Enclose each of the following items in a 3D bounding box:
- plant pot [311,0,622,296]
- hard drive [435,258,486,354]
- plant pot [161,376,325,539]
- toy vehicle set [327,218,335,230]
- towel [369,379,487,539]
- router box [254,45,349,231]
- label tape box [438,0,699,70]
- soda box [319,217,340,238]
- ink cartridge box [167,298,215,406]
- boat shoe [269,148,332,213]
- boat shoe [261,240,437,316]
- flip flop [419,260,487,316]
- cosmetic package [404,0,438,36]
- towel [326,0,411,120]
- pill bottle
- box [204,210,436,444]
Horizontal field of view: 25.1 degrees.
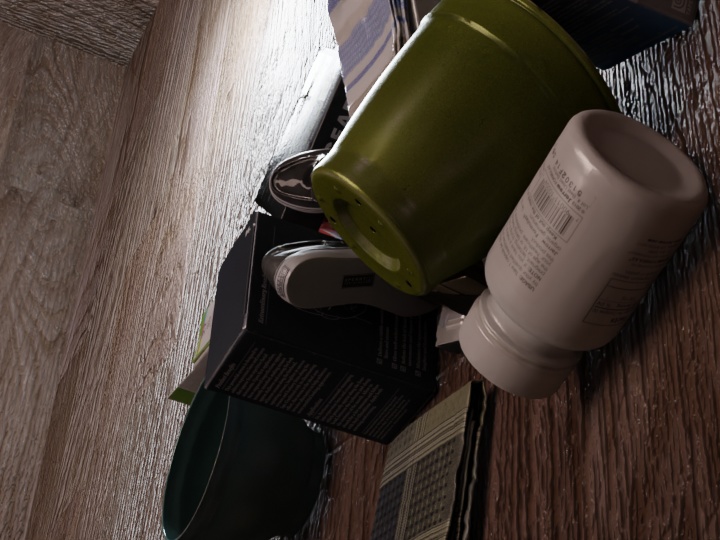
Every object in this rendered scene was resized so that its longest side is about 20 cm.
[{"bbox_3d":[0.070,-0.090,1.258,0.193,0.201,0.200,-42,11,-15],"label":"plant pot"},{"bbox_3d":[0.126,-0.029,1.423,0.140,0.038,0.201,160,126,-69],"label":"hard drive"},{"bbox_3d":[-0.120,0.216,1.761,0.201,0.133,0.201,-56,23,39],"label":"plant pot"},{"bbox_3d":[0.030,-0.049,1.479,0.200,0.123,0.027,69,-145,-83],"label":"toy vehicle set"},{"bbox_3d":[0.057,0.212,1.414,0.200,0.034,0.194,134,153,-58],"label":"towel"},{"bbox_3d":[-0.048,-0.148,1.824,0.201,0.051,0.149,-67,18,5],"label":"router box"},{"bbox_3d":[0.151,-0.237,1.284,0.143,0.199,0.066,-20,51,68],"label":"label tape box"},{"bbox_3d":[-0.012,-0.069,1.826,0.064,0.070,0.200,-70,16,-6],"label":"soda box"},{"bbox_3d":[-0.122,0.102,1.859,0.200,0.147,0.076,134,150,-54],"label":"ink cartridge box"},{"bbox_3d":[-0.016,-0.096,1.689,0.199,0.066,0.070,6,84,27],"label":"boat shoe"},{"bbox_3d":[0.000,0.000,1.503,0.057,0.199,0.069,35,116,49],"label":"boat shoe"},{"bbox_3d":[0.072,-0.003,1.396,0.058,0.081,0.200,-59,11,-6],"label":"flip flop"},{"bbox_3d":[0.084,-0.222,1.535,0.081,0.112,0.201,141,126,-59],"label":"cosmetic package"},{"bbox_3d":[0.011,-0.206,1.537,0.147,0.024,0.201,135,130,-58],"label":"towel"},{"bbox_3d":[0.156,-0.007,1.180,0.115,0.114,0.201,-96,30,-53],"label":"pill bottle"},{"bbox_3d":[-0.036,0.057,1.556,0.107,0.199,0.149,127,155,-44],"label":"box"}]
